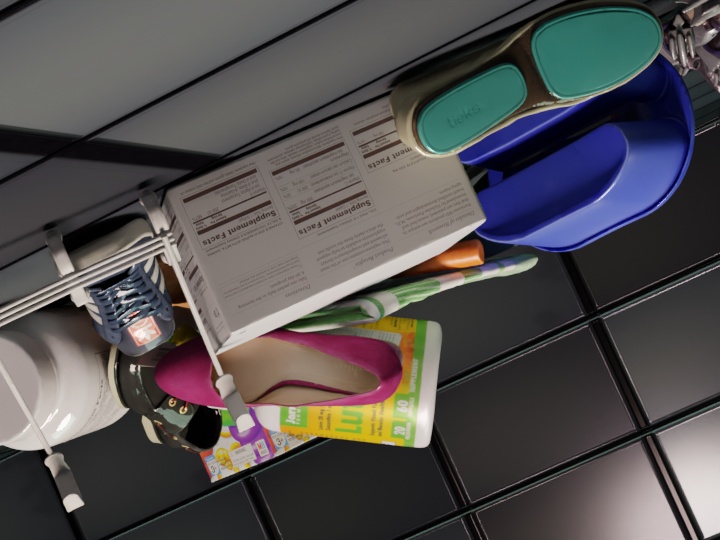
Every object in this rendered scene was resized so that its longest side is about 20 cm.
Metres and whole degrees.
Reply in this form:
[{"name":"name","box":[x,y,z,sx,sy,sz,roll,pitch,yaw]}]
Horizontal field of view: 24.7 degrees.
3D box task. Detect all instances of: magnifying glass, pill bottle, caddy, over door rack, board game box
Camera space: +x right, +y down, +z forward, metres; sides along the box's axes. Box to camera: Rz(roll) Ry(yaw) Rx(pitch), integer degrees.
[{"name":"magnifying glass","box":[0.000,0.000,1.320,0.199,0.023,0.080,-8,167,14]},{"name":"pill bottle","box":[-0.032,0.090,1.445,0.199,0.112,0.111,6,177,2]},{"name":"caddy","box":[0.165,-0.097,1.283,0.199,0.142,0.105,-27,162,40]},{"name":"over door rack","box":[-0.174,0.051,1.113,0.147,0.201,0.067,-25,-142,-8]},{"name":"board game box","box":[-0.118,0.081,1.565,0.105,0.201,0.103,-27,176,43]},{"name":"pill bottle","box":[-0.268,0.090,1.381,0.114,0.115,0.200,-25,176,13]}]

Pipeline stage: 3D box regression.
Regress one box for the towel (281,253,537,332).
[{"name":"towel","box":[0.028,0.022,1.350,0.152,0.024,0.199,-12,-179,45]}]

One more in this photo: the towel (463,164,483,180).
[{"name":"towel","box":[0.083,-0.091,1.456,0.200,0.037,0.148,-38,176,23]}]

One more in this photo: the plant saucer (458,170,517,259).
[{"name":"plant saucer","box":[0.153,-0.082,1.432,0.200,0.027,0.200,-37,-166,10]}]

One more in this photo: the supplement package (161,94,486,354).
[{"name":"supplement package","box":[-0.034,-0.033,1.195,0.199,0.111,0.156,-23,176,-12]}]

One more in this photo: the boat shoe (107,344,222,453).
[{"name":"boat shoe","box":[-0.168,0.102,1.433,0.063,0.074,0.202,9,155,15]}]

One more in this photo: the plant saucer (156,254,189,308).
[{"name":"plant saucer","box":[-0.096,0.004,1.398,0.199,0.033,0.200,-5,167,-1]}]

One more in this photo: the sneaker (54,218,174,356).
[{"name":"sneaker","box":[-0.172,0.018,1.216,0.075,0.085,0.200,-24,176,-3]}]

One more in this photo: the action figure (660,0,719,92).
[{"name":"action figure","box":[0.296,-0.201,1.339,0.129,0.070,0.200,-15,171,-10]}]

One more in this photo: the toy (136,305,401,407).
[{"name":"toy","box":[-0.073,0.079,1.353,0.199,0.048,0.115,9,-156,6]}]

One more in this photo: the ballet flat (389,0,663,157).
[{"name":"ballet flat","box":[0.109,-0.137,1.127,0.199,0.070,0.069,-22,176,-12]}]

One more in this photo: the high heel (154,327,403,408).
[{"name":"high heel","box":[-0.066,0.079,1.241,0.199,0.068,0.096,2,-174,8]}]
